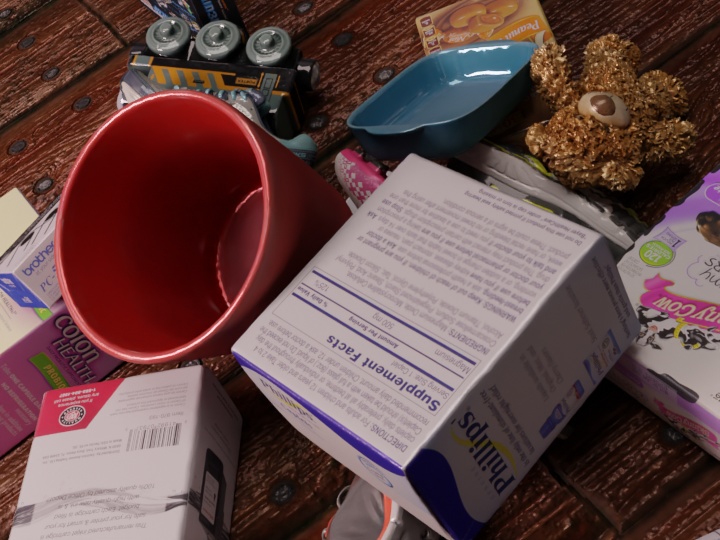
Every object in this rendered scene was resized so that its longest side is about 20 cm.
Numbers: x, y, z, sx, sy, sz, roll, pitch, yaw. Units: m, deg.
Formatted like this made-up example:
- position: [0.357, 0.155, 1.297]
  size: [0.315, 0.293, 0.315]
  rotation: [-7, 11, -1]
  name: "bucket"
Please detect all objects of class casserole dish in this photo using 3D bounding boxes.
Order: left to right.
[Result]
- position: [0.072, -0.138, 1.043]
  size: [0.121, 0.039, 0.200]
  rotation: [2, 31, 33]
  name: "casserole dish"

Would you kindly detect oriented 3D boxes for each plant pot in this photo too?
- position: [-0.102, -0.021, 0.978]
  size: [0.199, 0.177, 0.202]
  rotation: [-5, 80, 30]
  name: "plant pot"

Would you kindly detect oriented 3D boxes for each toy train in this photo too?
- position: [-0.141, -0.180, 1.242]
  size: [0.199, 0.085, 0.115]
  rotation: [8, 61, 13]
  name: "toy train"

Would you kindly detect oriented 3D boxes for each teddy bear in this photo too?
- position: [0.207, -0.136, 1.026]
  size: [0.199, 0.067, 0.145]
  rotation: [-21, 72, -47]
  name: "teddy bear"

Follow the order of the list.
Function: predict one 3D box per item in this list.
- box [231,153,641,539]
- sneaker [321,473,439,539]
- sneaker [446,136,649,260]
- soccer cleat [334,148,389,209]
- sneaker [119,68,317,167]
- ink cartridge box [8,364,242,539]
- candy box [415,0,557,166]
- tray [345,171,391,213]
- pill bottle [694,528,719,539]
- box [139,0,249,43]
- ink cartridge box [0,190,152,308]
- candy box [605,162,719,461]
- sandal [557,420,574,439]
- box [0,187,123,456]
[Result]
- position: [0.051, 0.046, 0.860]
  size: [0.200, 0.105, 0.184]
  rotation: [-47, 44, -15]
  name: "box"
- position: [0.010, 0.201, 0.891]
  size: [0.082, 0.077, 0.201]
  rotation: [-19, 39, 43]
  name: "sneaker"
- position: [0.148, -0.037, 1.029]
  size: [0.200, 0.074, 0.085]
  rotation: [34, 110, 25]
  name: "sneaker"
- position: [0.034, -0.015, 1.020]
  size: [0.200, 0.070, 0.086]
  rotation: [44, 100, 23]
  name: "soccer cleat"
- position: [-0.126, -0.135, 1.166]
  size: [0.199, 0.078, 0.087]
  rotation: [34, 95, 5]
  name: "sneaker"
- position: [-0.177, 0.184, 0.960]
  size: [0.144, 0.084, 0.201]
  rotation: [-10, 49, 15]
  name: "ink cartridge box"
- position: [0.127, -0.172, 1.151]
  size: [0.115, 0.055, 0.201]
  rotation: [-20, 46, 8]
  name: "candy box"
- position: [0.000, 0.000, 1.083]
  size: [0.107, 0.022, 0.200]
  rotation: [20, 62, 34]
  name: "tray"
- position: [0.229, 0.207, 0.748]
  size: [0.199, 0.112, 0.112]
  rotation: [-25, 46, 2]
  name: "pill bottle"
- position: [-0.203, -0.321, 1.349]
  size: [0.046, 0.159, 0.200]
  rotation: [-36, 46, -13]
  name: "box"
- position: [-0.215, -0.057, 1.048]
  size: [0.200, 0.044, 0.094]
  rotation: [-51, 22, -20]
  name: "ink cartridge box"
- position: [0.276, 0.024, 0.910]
  size: [0.200, 0.072, 0.168]
  rotation: [-41, 49, -13]
  name: "candy box"
- position: [0.070, 0.095, 0.947]
  size: [0.200, 0.080, 0.058]
  rotation: [13, 78, 38]
  name: "sandal"
- position: [-0.329, 0.055, 1.127]
  size: [0.200, 0.097, 0.176]
  rotation: [-39, 47, -10]
  name: "box"
